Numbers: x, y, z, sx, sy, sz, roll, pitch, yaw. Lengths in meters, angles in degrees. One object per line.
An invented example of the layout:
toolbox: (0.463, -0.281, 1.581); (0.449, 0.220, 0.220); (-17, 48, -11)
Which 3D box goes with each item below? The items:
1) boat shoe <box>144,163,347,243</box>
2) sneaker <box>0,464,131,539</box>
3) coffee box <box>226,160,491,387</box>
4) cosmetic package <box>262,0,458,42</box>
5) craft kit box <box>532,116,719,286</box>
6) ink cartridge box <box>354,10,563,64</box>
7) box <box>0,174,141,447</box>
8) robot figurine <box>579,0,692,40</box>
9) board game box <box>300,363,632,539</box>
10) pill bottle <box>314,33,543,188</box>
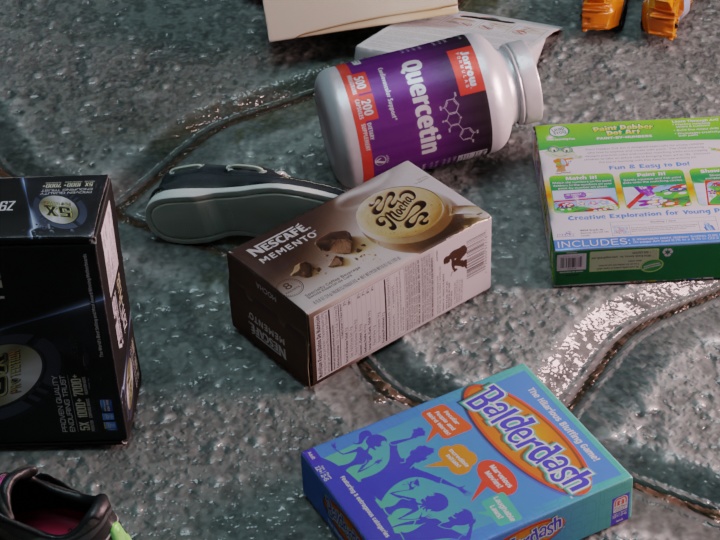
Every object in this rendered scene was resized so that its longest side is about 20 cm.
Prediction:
boat shoe: (-0.092, -0.064, 1.649); (0.197, 0.076, 0.061); (5, 43, 10)
sneaker: (-0.260, 0.172, 1.342); (0.197, 0.085, 0.077); (5, 37, 11)
coffee box: (0.000, 0.000, 1.551); (0.199, 0.081, 0.113); (-27, 44, -28)
cosmetic package: (-0.004, -0.293, 1.917); (0.197, 0.074, 0.104); (-9, 18, 0)
craft kit box: (0.258, -0.065, 1.647); (0.197, 0.049, 0.199); (-2, 39, 2)
ink cartridge box: (0.102, -0.217, 1.877); (0.158, 0.048, 0.200); (11, 23, 20)
box: (-0.263, 0.034, 1.428); (0.162, 0.202, 0.087); (-1, 35, 3)
robot figurine: (0.299, -0.311, 1.955); (0.143, 0.059, 0.201); (8, 39, 13)
board game box: (0.077, 0.157, 1.365); (0.198, 0.045, 0.152); (-20, 40, -21)
pill bottle: (0.063, -0.151, 1.708); (0.198, 0.113, 0.113); (-15, 38, -6)
